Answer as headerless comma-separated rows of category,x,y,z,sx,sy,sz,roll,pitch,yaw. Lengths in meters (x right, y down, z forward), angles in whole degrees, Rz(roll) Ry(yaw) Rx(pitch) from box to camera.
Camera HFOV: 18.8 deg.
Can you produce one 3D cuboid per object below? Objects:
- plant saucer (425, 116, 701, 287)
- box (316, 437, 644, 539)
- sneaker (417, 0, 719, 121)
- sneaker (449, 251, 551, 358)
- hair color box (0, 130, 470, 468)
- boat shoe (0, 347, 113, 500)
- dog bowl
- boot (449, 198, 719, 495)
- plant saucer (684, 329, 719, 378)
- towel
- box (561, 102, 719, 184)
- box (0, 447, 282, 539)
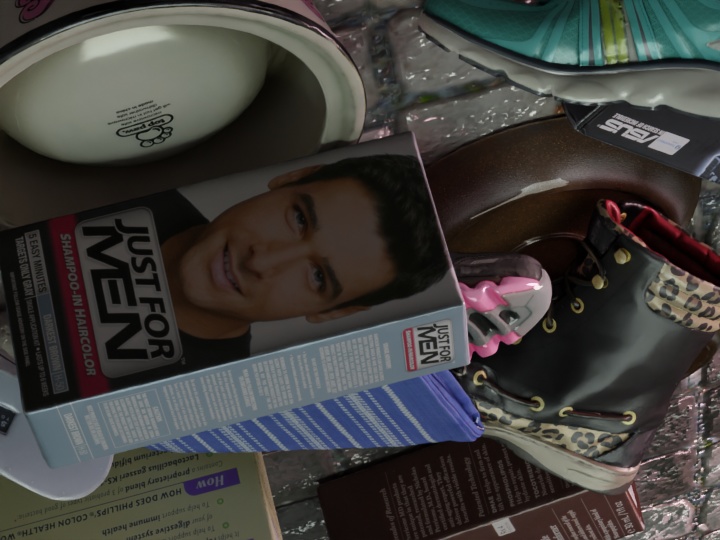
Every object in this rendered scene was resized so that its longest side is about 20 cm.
plant saucer,0.101,-0.016,1.227,0.199,0.032,0.200,-10,148,-6
box,0.082,0.159,1.461,0.199,0.075,0.100,-19,149,9
sneaker,0.127,-0.118,1.015,0.199,0.080,0.078,6,-166,9
sneaker,0.000,0.000,1.136,0.199,0.096,0.079,-5,149,10
hair color box,-0.058,0.013,0.991,0.199,0.099,0.061,-14,149,-4
boat shoe,-0.224,0.050,1.142,0.202,0.075,0.086,31,174,-23
dog bowl,-0.102,-0.083,0.984,0.199,0.074,0.200,-12,149,-7
boot,0.099,0.024,1.183,0.199,0.073,0.151,28,116,-11
plant saucer,0.136,0.056,1.314,0.199,0.035,0.200,-14,163,-4
towel,-0.046,0.063,1.138,0.199,0.024,0.145,-4,155,18
box,0.221,-0.109,1.116,0.200,0.044,0.160,16,137,-41
box,-0.132,0.170,1.257,0.175,0.201,0.097,-15,149,-2
